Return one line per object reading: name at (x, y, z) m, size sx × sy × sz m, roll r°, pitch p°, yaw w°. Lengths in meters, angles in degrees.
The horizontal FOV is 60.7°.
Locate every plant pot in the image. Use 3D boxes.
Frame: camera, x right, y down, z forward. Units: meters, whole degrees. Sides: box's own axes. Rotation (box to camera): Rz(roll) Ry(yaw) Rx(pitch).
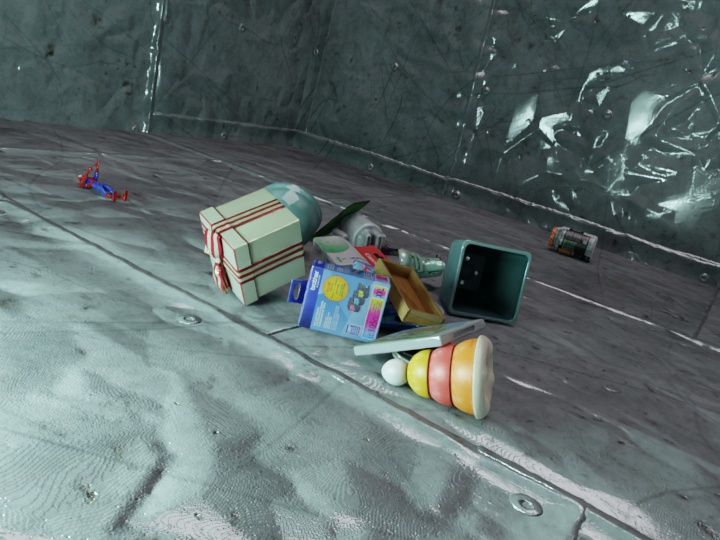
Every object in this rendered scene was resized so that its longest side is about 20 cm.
plant pot at (0.322, 0.015, 1.693) m, size 0.195 × 0.197 × 0.200 m, roll 11°, pitch 8°, yaw -12°
plant pot at (-0.222, -0.129, 1.742) m, size 0.200 × 0.201 × 0.134 m, roll 15°, pitch 43°, yaw 1°

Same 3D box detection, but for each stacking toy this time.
stacking toy at (0.136, 0.186, 1.112) m, size 0.199 × 0.147 × 0.146 m, roll 2°, pitch 11°, yaw 20°

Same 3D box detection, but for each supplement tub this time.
supplement tub at (0.981, -0.128, 2.843) m, size 0.200 × 0.123 × 0.122 m, roll 21°, pitch 17°, yaw 20°

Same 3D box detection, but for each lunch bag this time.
lunch bag at (0.067, 0.066, 1.425) m, size 0.199 × 0.094 × 0.151 m, roll 14°, pitch 25°, yaw -4°

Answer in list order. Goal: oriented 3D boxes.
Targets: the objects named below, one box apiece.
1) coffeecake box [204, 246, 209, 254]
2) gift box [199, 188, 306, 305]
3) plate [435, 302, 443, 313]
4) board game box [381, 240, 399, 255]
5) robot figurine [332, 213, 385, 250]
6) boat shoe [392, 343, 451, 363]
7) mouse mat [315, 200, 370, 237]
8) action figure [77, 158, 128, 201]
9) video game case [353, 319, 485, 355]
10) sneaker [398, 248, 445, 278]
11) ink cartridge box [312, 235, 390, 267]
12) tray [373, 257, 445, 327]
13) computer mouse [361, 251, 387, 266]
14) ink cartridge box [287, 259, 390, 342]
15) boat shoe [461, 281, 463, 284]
coffeecake box at (-0.279, -0.050, 1.587) m, size 0.200 × 0.073 × 0.153 m, roll 26°, pitch 21°, yaw 36°
gift box at (-0.251, -0.053, 1.361) m, size 0.186 × 0.185 × 0.200 m, roll -27°, pitch 43°, yaw -26°
plate at (0.110, 0.088, 1.543) m, size 0.200 × 0.026 × 0.200 m, roll 14°, pitch 15°, yaw -4°
board game box at (0.033, -0.099, 2.108) m, size 0.120 × 0.032 × 0.200 m, roll -4°, pitch 24°, yaw -36°
robot figurine at (-0.004, -0.115, 1.970) m, size 0.169 × 0.113 × 0.200 m, roll 4°, pitch 19°, yaw -28°
boat shoe at (0.162, 0.170, 1.247) m, size 0.199 × 0.062 × 0.075 m, roll 9°, pitch 17°, yaw -10°
mouse mat at (-0.067, -0.167, 2.006) m, size 0.008 × 0.200 × 0.161 m, roll 57°, pitch 24°, yaw 5°
action figure at (-0.804, -0.285, 1.901) m, size 0.200 × 0.099 × 0.065 m, roll 19°, pitch 15°, yaw 26°
video game case at (0.117, 0.131, 1.208) m, size 0.200 × 0.022 × 0.182 m, roll -13°, pitch -2°, yaw 37°
sneaker at (0.175, -0.024, 1.739) m, size 0.118 × 0.074 × 0.200 m, roll -8°, pitch -13°, yaw 15°
ink cartridge box at (-0.011, -0.044, 1.687) m, size 0.200 × 0.050 × 0.161 m, roll -8°, pitch 33°, yaw -26°
tray at (0.105, 0.051, 1.373) m, size 0.098 × 0.037 × 0.200 m, roll 17°, pitch 27°, yaw -28°
computer mouse at (0.000, 0.000, 1.714) m, size 0.138 × 0.053 × 0.200 m, roll 26°, pitch 32°, yaw 30°
ink cartridge box at (-0.049, 0.062, 1.294) m, size 0.199 × 0.137 × 0.076 m, roll 14°, pitch 11°, yaw -1°
boat shoe at (0.314, -0.019, 1.966) m, size 0.074 × 0.086 × 0.202 m, roll 16°, pitch 16°, yaw 5°
